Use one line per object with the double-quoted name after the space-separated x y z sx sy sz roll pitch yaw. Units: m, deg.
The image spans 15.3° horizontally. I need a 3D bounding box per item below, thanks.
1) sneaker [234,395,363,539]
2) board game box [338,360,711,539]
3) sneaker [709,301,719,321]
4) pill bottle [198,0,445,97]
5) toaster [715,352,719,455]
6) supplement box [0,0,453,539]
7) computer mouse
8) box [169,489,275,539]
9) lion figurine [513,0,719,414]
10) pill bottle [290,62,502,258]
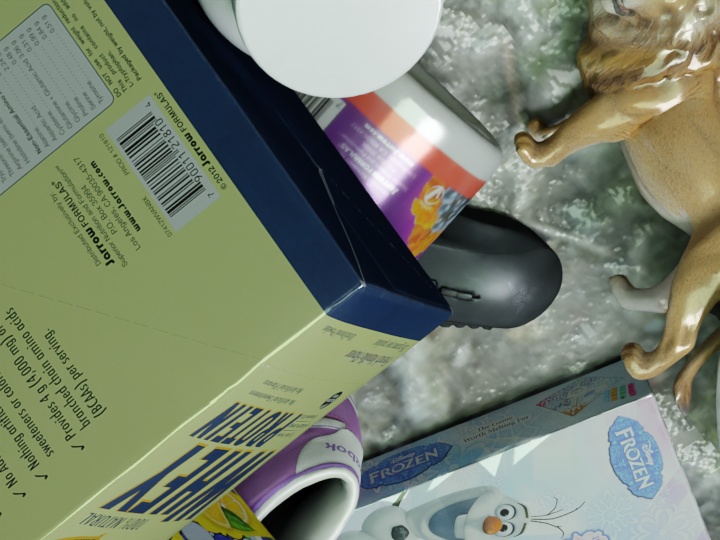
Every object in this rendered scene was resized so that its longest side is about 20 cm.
-0.087 0.129 1.297 0.200 0.114 0.073 -34 119 13 "sneaker"
0.084 0.165 1.377 0.198 0.043 0.200 -21 119 5 "board game box"
0.213 -0.065 1.252 0.098 0.071 0.201 34 108 -23 "sneaker"
-0.019 -0.149 1.101 0.112 0.200 0.112 -3 119 -5 "pill bottle"
0.238 0.053 1.217 0.129 0.114 0.200 -35 149 -15 "toaster"
-0.110 -0.004 1.099 0.200 0.134 0.200 -38 75 10 "supplement box"
0.000 0.000 1.282 0.199 0.034 0.059 2 119 -8 "computer mouse"
-0.105 0.111 1.235 0.070 0.200 0.064 6 126 -52 "box"
0.147 -0.046 1.224 0.122 0.072 0.200 -28 90 19 "lion figurine"
-0.040 -0.015 1.208 0.111 0.111 0.200 38 99 -24 "pill bottle"
